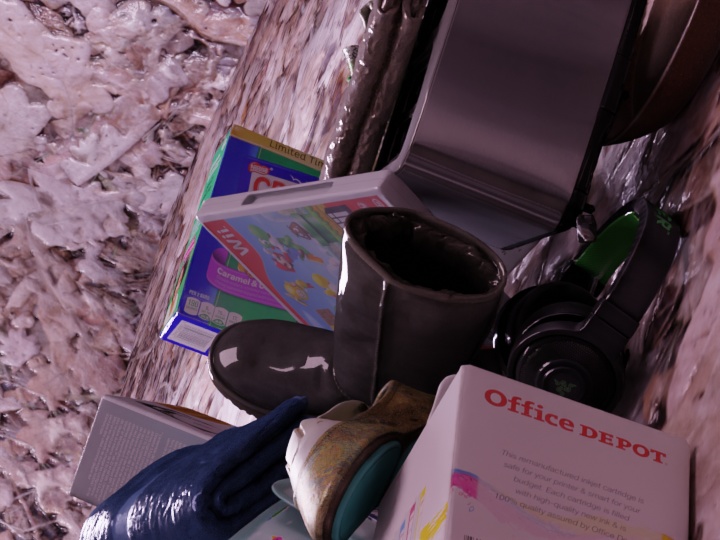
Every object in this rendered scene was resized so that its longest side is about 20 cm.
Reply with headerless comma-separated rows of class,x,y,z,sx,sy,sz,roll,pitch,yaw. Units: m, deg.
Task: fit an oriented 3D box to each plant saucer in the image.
plant saucer,0.192,-0.165,1.371,0.200,0.034,0.202,-161,90,-79

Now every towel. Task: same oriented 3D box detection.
towel,0.009,-0.122,1.399,0.133,0.034,0.201,-73,1,-48
towel,-0.103,0.137,1.403,0.111,0.049,0.200,-35,6,-32

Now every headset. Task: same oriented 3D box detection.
headset,0.123,0.055,1.286,0.201,0.094,0.124,-54,9,7

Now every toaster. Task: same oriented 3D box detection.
toaster,0.091,-0.112,1.352,0.200,0.118,0.182,160,127,-81

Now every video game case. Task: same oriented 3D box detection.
video game case,0.000,0.000,1.392,0.199,0.143,0.018,-5,45,54

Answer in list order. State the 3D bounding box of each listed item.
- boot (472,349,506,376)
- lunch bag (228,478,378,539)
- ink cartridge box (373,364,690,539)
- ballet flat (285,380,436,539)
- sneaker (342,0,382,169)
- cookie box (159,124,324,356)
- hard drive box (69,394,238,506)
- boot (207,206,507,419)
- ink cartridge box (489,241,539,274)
boot,0.024,0.107,1.450,0.078,0.137,0.201,124,163,-52
lunch bag,-0.003,0.196,1.263,0.200,0.122,0.170,-40,31,-22
ink cartridge box,0.079,0.156,1.111,0.201,0.128,0.126,-80,14,-46
ballet flat,-0.004,0.101,1.235,0.071,0.070,0.200,-67,-16,16
sneaker,0.009,-0.169,2.112,0.077,0.088,0.201,-28,39,42
cookie box,-0.076,-0.008,2.089,0.075,0.170,0.201,135,152,-61
hard drive box,-0.077,0.159,1.580,0.077,0.199,0.156,-70,-19,0
boot,-0.007,0.031,1.339,0.200,0.180,0.073,89,-166,-64
ink cartridge box,0.022,0.029,1.545,0.174,0.044,0.200,-44,9,-39
